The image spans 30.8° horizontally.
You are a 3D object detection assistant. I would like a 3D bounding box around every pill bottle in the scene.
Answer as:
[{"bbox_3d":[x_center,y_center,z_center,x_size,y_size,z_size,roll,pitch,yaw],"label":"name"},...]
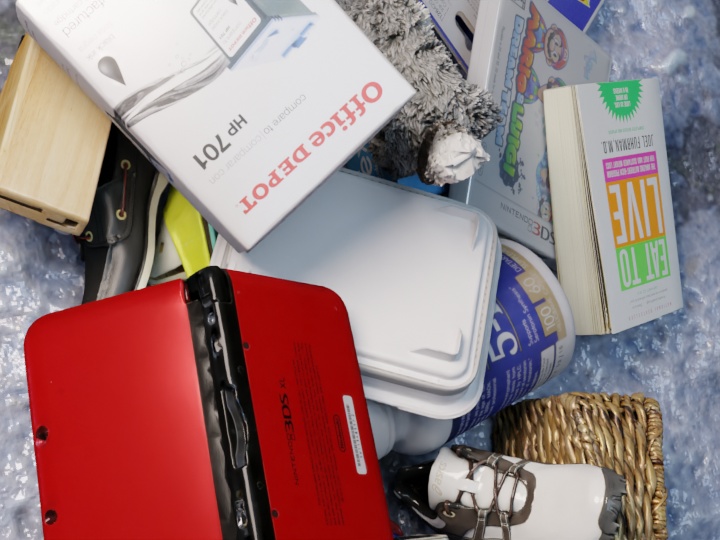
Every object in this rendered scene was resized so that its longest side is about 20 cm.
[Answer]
[{"bbox_3d":[0.049,0.066,0.961,0.200,0.120,0.120,-27,90,-31],"label":"pill bottle"}]

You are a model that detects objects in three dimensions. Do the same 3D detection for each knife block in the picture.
[{"bbox_3d":[-0.193,-0.130,0.860,0.064,0.200,0.176,20,98,-22],"label":"knife block"}]

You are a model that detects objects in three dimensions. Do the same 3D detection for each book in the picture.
[{"bbox_3d":[0.213,-0.056,1.090,0.134,0.048,0.200,-13,97,-46],"label":"book"}]

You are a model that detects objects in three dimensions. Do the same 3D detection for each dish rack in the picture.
[{"bbox_3d":[0.000,0.000,0.890,0.200,0.044,0.172,15,58,-4],"label":"dish rack"}]

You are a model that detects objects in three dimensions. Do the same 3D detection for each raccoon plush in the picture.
[{"bbox_3d":[0.039,-0.141,0.901,0.097,0.200,0.134,-31,104,-10],"label":"raccoon plush"}]

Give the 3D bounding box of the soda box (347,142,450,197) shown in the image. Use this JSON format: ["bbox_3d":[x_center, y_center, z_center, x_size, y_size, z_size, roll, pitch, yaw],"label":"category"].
[{"bbox_3d":[0.017,-0.145,1.029,0.064,0.068,0.200,-12,83,-30],"label":"soda box"}]

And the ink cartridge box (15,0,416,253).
[{"bbox_3d":[-0.087,-0.130,0.806,0.146,0.086,0.200,-44,94,-7],"label":"ink cartridge box"}]

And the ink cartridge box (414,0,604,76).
[{"bbox_3d":[0.111,-0.239,1.087,0.198,0.047,0.200,50,59,-31],"label":"ink cartridge box"}]

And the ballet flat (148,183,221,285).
[{"bbox_3d":[-0.115,0.016,0.926,0.067,0.067,0.200,-19,86,-1],"label":"ballet flat"}]

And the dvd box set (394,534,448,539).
[{"bbox_3d":[0.005,0.271,0.821,0.146,0.029,0.200,5,79,-46],"label":"dvd box set"}]

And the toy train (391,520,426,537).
[{"bbox_3d":[0.011,0.236,0.926,0.200,0.085,0.116,25,80,-20],"label":"toy train"}]

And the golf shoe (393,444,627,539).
[{"bbox_3d":[0.097,0.163,0.911,0.094,0.200,0.078,27,66,-25],"label":"golf shoe"}]

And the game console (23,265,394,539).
[{"bbox_3d":[-0.087,0.111,0.775,0.172,0.119,0.200,11,60,-47],"label":"game console"}]

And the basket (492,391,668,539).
[{"bbox_3d":[0.197,0.195,0.991,0.149,0.143,0.200,8,73,-25],"label":"basket"}]

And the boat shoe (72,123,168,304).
[{"bbox_3d":[-0.171,-0.033,0.896,0.063,0.074,0.202,19,68,-26],"label":"boat shoe"}]

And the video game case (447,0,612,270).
[{"bbox_3d":[0.142,-0.116,1.059,0.182,0.024,0.200,24,72,-48],"label":"video game case"}]
